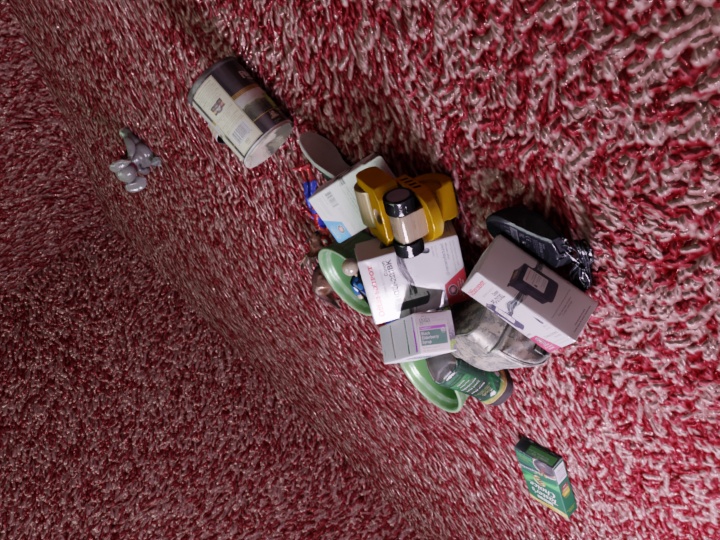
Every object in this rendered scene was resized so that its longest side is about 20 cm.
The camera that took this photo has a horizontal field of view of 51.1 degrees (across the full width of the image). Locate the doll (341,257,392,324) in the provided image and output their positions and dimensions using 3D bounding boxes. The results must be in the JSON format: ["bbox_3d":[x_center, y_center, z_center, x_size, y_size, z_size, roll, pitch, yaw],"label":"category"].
[{"bbox_3d":[0.033,0.050,1.669,0.200,0.048,0.136,49,146,-4],"label":"doll"}]

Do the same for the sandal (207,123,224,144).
[{"bbox_3d":[-0.341,-0.351,1.936,0.206,0.059,0.079,42,156,17],"label":"sandal"}]

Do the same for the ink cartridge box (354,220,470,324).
[{"bbox_3d":[0.100,0.003,1.461,0.084,0.197,0.146,-96,-9,-64],"label":"ink cartridge box"}]

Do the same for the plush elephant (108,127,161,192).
[{"bbox_3d":[-0.803,-0.369,2.626,0.199,0.155,0.166,32,152,36],"label":"plush elephant"}]

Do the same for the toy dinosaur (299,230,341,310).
[{"bbox_3d":[-0.097,0.014,1.944,0.134,0.202,0.086,19,146,-35],"label":"toy dinosaur"}]

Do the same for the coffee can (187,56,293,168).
[{"bbox_3d":[-0.267,-0.352,1.687,0.200,0.146,0.146,48,157,2],"label":"coffee can"}]

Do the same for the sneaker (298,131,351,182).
[{"bbox_3d":[-0.067,-0.208,1.638,0.200,0.071,0.099,43,152,5],"label":"sneaker"}]

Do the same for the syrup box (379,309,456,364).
[{"bbox_3d":[0.109,0.133,1.483,0.200,0.078,0.083,149,114,-69],"label":"syrup box"}]

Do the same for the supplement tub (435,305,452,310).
[{"bbox_3d":[0.134,0.045,1.599,0.122,0.122,0.201,12,137,55],"label":"supplement tub"}]

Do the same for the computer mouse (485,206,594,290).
[{"bbox_3d":[0.301,-0.052,1.241,0.199,0.053,0.139,29,162,27],"label":"computer mouse"}]

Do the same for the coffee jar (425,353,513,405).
[{"bbox_3d":[0.237,0.218,1.612,0.199,0.085,0.105,26,-152,-33],"label":"coffee jar"}]

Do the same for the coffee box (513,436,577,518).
[{"bbox_3d":[0.451,0.505,1.831,0.122,0.044,0.201,24,146,46],"label":"coffee box"}]

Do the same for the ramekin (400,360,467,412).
[{"bbox_3d":[0.192,0.227,1.786,0.200,0.098,0.201,40,155,22],"label":"ramekin"}]

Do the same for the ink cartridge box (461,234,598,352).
[{"bbox_3d":[0.284,0.043,1.298,0.199,0.085,0.145,35,167,5],"label":"ink cartridge box"}]

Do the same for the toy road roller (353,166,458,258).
[{"bbox_3d":[0.090,-0.124,1.404,0.200,0.145,0.124,40,152,52],"label":"toy road roller"}]

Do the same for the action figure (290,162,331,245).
[{"bbox_3d":[-0.111,-0.153,1.793,0.065,0.051,0.202,0,117,55],"label":"action figure"}]

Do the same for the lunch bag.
[{"bbox_3d":[0.264,0.124,1.466,0.167,0.140,0.200,39,161,-8],"label":"lunch bag"}]

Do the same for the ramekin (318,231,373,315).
[{"bbox_3d":[0.000,0.000,1.806,0.200,0.098,0.201,40,156,22],"label":"ramekin"}]

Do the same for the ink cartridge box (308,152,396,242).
[{"bbox_3d":[0.006,-0.155,1.532,0.199,0.067,0.116,-27,105,33],"label":"ink cartridge box"}]
